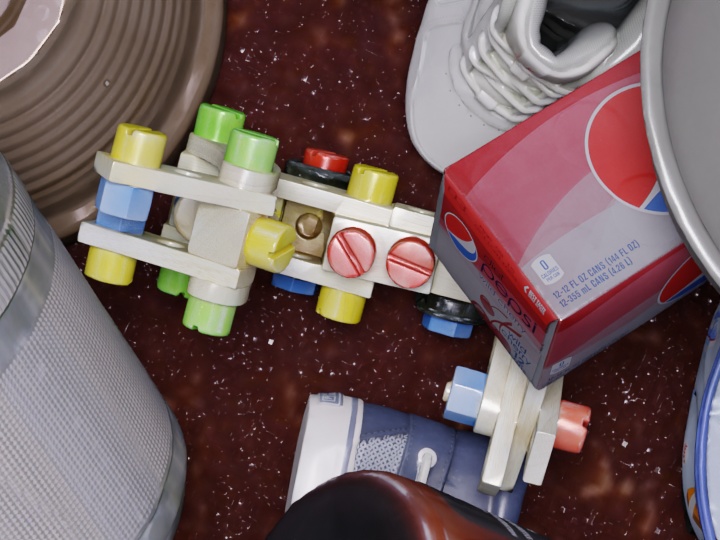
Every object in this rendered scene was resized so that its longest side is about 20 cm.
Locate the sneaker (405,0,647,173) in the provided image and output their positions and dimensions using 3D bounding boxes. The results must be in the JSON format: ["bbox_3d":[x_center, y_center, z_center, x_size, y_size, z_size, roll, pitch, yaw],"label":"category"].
[{"bbox_3d":[0.065,-0.092,0.878,0.078,0.200,0.099,34,44,-3],"label":"sneaker"}]

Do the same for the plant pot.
[{"bbox_3d":[-0.152,-0.107,0.925,0.200,0.093,0.202,0,84,1],"label":"plant pot"}]

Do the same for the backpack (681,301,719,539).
[{"bbox_3d":[0.212,0.066,0.885,0.190,0.154,0.201,10,87,9],"label":"backpack"}]

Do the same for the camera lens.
[{"bbox_3d":[-0.164,0.043,0.847,0.160,0.160,0.200,-31,125,-2],"label":"camera lens"}]

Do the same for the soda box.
[{"bbox_3d":[0.124,-0.045,0.846,0.200,0.063,0.070,-32,71,-16],"label":"soda box"}]

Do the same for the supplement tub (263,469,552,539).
[{"bbox_3d":[0.058,0.147,0.847,0.200,0.107,0.107,26,85,-36],"label":"supplement tub"}]

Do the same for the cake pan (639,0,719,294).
[{"bbox_3d":[0.178,-0.051,0.792,0.199,0.037,0.201,3,77,-14],"label":"cake pan"}]

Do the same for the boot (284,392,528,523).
[{"bbox_3d":[0.005,0.151,0.912,0.090,0.073,0.201,12,90,-3],"label":"boot"}]

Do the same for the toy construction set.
[{"bbox_3d":[0.000,0.000,0.894,0.200,0.131,0.092,29,97,0],"label":"toy construction set"}]
